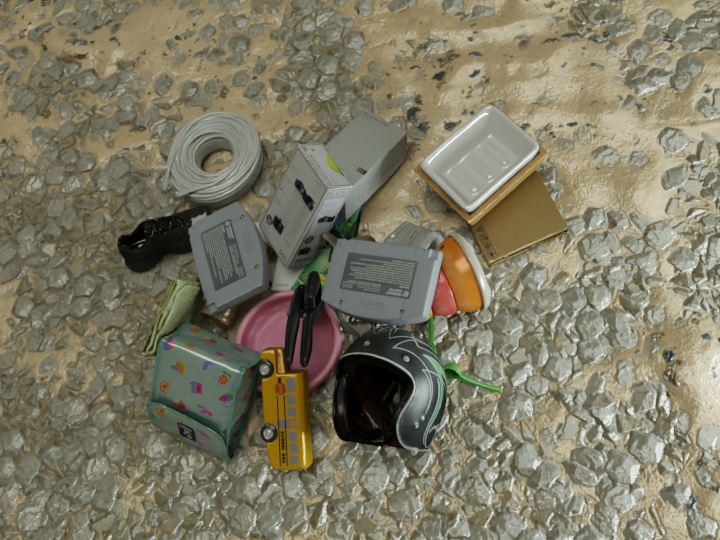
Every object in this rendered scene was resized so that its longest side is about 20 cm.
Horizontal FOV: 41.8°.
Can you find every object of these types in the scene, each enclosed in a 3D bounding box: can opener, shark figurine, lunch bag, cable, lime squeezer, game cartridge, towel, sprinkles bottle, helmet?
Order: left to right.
[{"bbox_3d":[-0.330,0.083,1.682,0.036,0.200,0.150,24,91,2],"label":"towel"},{"bbox_3d":[-0.274,0.219,1.638,0.168,0.122,0.203,21,109,12],"label":"lunch bag"},{"bbox_3d":[-0.291,-0.223,1.899,0.196,0.069,0.203,-1,65,11],"label":"cable"},{"bbox_3d":[-0.239,-0.025,1.737,0.131,0.042,0.202,-23,57,4],"label":"game cartridge"},{"bbox_3d":[-0.229,0.008,1.777,0.067,0.068,0.202,19,71,20],"label":"sprinkles bottle"},{"bbox_3d":[-0.104,0.090,1.628,0.062,0.079,0.202,-1,43,12],"label":"can opener"},{"bbox_3d":[-0.011,0.010,1.684,0.089,0.128,0.218,-11,56,38],"label":"shark figurine"},{"bbox_3d":[0.034,0.021,1.597,0.197,0.041,0.135,8,80,28],"label":"game cartridge"},{"bbox_3d":[0.051,0.193,1.552,0.197,0.200,0.194,5,80,14],"label":"helmet"},{"bbox_3d":[0.156,0.158,1.647,0.070,0.038,0.200,-22,57,-34],"label":"lime squeezer"}]

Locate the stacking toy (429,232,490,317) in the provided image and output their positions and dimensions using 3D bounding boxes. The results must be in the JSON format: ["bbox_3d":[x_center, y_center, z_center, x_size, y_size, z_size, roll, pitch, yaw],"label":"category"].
[{"bbox_3d":[0.113,0.036,1.634,0.198,0.147,0.147,-25,62,-7],"label":"stacking toy"}]

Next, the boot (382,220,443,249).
[{"bbox_3d":[0.064,0.002,1.724,0.095,0.074,0.201,25,70,35],"label":"boot"}]

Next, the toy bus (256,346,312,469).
[{"bbox_3d":[-0.128,0.233,1.608,0.077,0.065,0.204,-3,90,10],"label":"toy bus"}]

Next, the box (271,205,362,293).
[{"bbox_3d":[-0.081,-0.042,1.786,0.142,0.036,0.203,3,68,14],"label":"box"}]

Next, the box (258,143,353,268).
[{"bbox_3d":[-0.101,-0.115,1.702,0.060,0.201,0.117,-9,51,-40],"label":"box"}]

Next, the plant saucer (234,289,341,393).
[{"bbox_3d":[-0.127,0.136,1.705,0.197,0.051,0.204,-5,64,10],"label":"plant saucer"}]

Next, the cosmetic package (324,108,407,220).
[{"bbox_3d":[-0.009,-0.203,1.794,0.112,0.082,0.200,30,60,20],"label":"cosmetic package"}]

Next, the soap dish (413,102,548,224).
[{"bbox_3d":[0.222,-0.192,1.737,0.199,0.081,0.157,-41,64,-8],"label":"soap dish"}]

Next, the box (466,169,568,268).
[{"bbox_3d":[0.271,-0.122,1.752,0.161,0.021,0.202,-23,62,1],"label":"box"}]

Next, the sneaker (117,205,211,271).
[{"bbox_3d":[-0.381,-0.071,1.836,0.198,0.091,0.076,-30,61,-4],"label":"sneaker"}]
